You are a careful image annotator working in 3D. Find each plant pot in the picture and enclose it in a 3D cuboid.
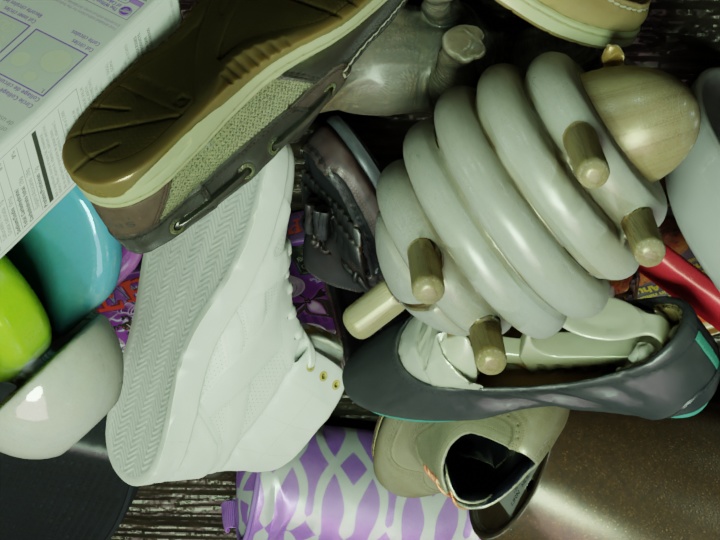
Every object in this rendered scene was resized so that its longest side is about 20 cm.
[{"bbox_3d":[0.171,0.147,1.215,0.199,0.188,0.187,24,133,-19],"label":"plant pot"}]

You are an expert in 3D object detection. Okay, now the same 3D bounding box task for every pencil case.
[{"bbox_3d":[0.014,0.144,1.281,0.198,0.084,0.086,10,133,-11],"label":"pencil case"}]

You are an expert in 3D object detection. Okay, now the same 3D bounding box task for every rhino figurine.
[{"bbox_3d":[0.039,-0.108,1.024,0.198,0.060,0.088,3,159,-4],"label":"rhino figurine"}]

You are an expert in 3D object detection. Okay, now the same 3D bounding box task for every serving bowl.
[{"bbox_3d":[0.221,-0.007,1.024,0.199,0.201,0.066,27,119,-26],"label":"serving bowl"}]

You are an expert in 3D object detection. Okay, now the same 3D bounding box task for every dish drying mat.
[{"bbox_3d":[0.145,-0.009,1.068,0.199,0.077,0.018,37,90,2],"label":"dish drying mat"}]

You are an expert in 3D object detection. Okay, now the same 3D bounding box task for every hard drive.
[{"bbox_3d":[-0.203,0.130,1.278,0.134,0.043,0.200,13,147,-14],"label":"hard drive"}]

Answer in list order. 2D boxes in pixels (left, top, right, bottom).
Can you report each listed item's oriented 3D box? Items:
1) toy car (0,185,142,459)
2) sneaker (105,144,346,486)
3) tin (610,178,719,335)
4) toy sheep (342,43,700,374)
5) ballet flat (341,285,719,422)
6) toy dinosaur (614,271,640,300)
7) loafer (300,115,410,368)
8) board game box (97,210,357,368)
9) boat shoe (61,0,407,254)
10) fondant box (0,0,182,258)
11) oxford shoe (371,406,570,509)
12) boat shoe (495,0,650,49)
[{"bbox_3d":[-0.171,-0.009,1.036,0.175,0.150,0.200,49,169,-4],"label":"toy car"},{"bbox_3d":[-0.053,0.016,1.076,0.115,0.074,0.201,2,116,-42],"label":"sneaker"},{"bbox_3d":[0.143,0.002,1.162,0.198,0.042,0.112,-17,131,19],"label":"tin"},{"bbox_3d":[0.071,-0.028,0.970,0.199,0.138,0.138,-31,130,14],"label":"toy sheep"},{"bbox_3d":[0.081,0.037,1.044,0.198,0.073,0.073,1,139,18],"label":"ballet flat"},{"bbox_3d":[0.098,0.022,1.133,0.100,0.059,0.201,12,149,13],"label":"toy dinosaur"},{"bbox_3d":[0.000,0.000,1.106,0.063,0.072,0.200,-32,143,-6],"label":"loafer"},{"bbox_3d":[-0.095,0.028,1.202,0.198,0.032,0.121,-11,132,12],"label":"board game box"},{"bbox_3d":[-0.048,-0.087,0.937,0.200,0.073,0.065,-39,141,-19],"label":"boat shoe"},{"bbox_3d":[-0.193,-0.075,0.930,0.144,0.200,0.059,26,145,25],"label":"fondant box"},{"bbox_3d":[0.051,0.097,1.151,0.070,0.074,0.200,27,150,-10],"label":"oxford shoe"},{"bbox_3d":[0.068,-0.168,0.951,0.199,0.074,0.066,25,120,-32],"label":"boat shoe"}]
